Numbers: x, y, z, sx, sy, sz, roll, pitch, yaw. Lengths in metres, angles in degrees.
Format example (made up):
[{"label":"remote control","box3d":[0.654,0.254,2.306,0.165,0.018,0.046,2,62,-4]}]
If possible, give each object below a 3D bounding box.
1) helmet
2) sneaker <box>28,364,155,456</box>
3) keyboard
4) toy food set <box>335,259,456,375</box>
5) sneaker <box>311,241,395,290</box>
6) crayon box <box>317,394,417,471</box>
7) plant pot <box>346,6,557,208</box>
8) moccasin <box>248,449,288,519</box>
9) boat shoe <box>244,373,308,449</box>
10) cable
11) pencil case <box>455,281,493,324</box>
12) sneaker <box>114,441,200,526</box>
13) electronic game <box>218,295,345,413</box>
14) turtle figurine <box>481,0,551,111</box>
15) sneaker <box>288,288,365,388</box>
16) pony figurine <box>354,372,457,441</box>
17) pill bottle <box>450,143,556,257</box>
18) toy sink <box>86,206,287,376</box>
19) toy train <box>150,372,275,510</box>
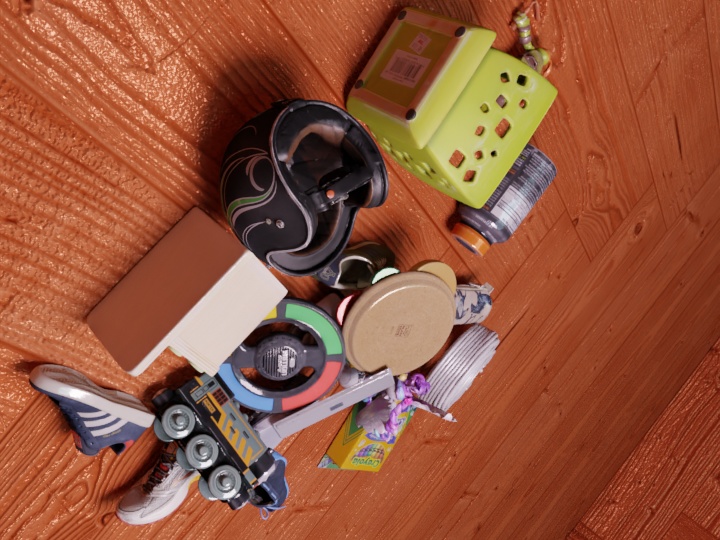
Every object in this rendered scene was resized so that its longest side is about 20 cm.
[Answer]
[{"label":"helmet","box3d":[-0.079,-0.098,0.899,0.200,0.201,0.191,-21,175,-34]},{"label":"sneaker","box3d":[-0.350,0.187,0.926,0.085,0.075,0.200,-54,142,-7]},{"label":"keyboard","box3d":[-0.039,0.207,1.136,0.199,0.011,0.056,-25,151,-6]},{"label":"toy food set","box3d":[0.056,0.079,1.127,0.197,0.049,0.201,-9,124,-20]},{"label":"sneaker","box3d":[0.000,0.000,1.129,0.200,0.090,0.067,2,115,-46]},{"label":"crayon box","box3d":[0.019,0.316,1.410,0.126,0.052,0.200,23,100,-50]},{"label":"plant pot","box3d":[0.110,-0.233,0.994,0.181,0.200,0.199,29,96,-45]},{"label":"moccasin","box3d":[-0.168,0.359,1.216,0.068,0.080,0.200,-54,159,-35]},{"label":"boat shoe","box3d":[-0.147,0.229,1.155,0.200,0.066,0.070,-41,147,-33]},{"label":"cable","box3d":[0.192,0.189,1.422,0.200,0.069,0.200,-36,159,-43]},{"label":"pencil case","box3d":[0.159,0.055,1.340,0.200,0.078,0.090,4,115,-47]},{"label":"sneaker","box3d":[-0.281,0.290,1.081,0.200,0.078,0.082,-41,136,-30]},{"label":"electronic game","box3d":[-0.120,0.127,1.079,0.199,0.042,0.201,-4,117,-8]},{"label":"turtle figurine","box3d":[0.257,-0.314,1.180,0.161,0.064,0.200,-36,138,-21]},{"label":"sneaker","box3d":[-0.056,0.127,1.183,0.115,0.075,0.201,-25,129,-29]},{"label":"pony figurine","box3d":[0.063,0.203,1.248,0.166,0.193,0.201,1,86,-12]},{"label":"pill bottle","box3d":[0.242,-0.122,1.273,0.200,0.106,0.106,-52,141,-1]},{"label":"toy sink","box3d":[-0.214,0.046,0.917,0.200,0.130,0.112,-48,141,-9]},{"label":"toy train","box3d":[-0.206,0.235,1.033,0.114,0.200,0.085,-38,-178,-31]}]
